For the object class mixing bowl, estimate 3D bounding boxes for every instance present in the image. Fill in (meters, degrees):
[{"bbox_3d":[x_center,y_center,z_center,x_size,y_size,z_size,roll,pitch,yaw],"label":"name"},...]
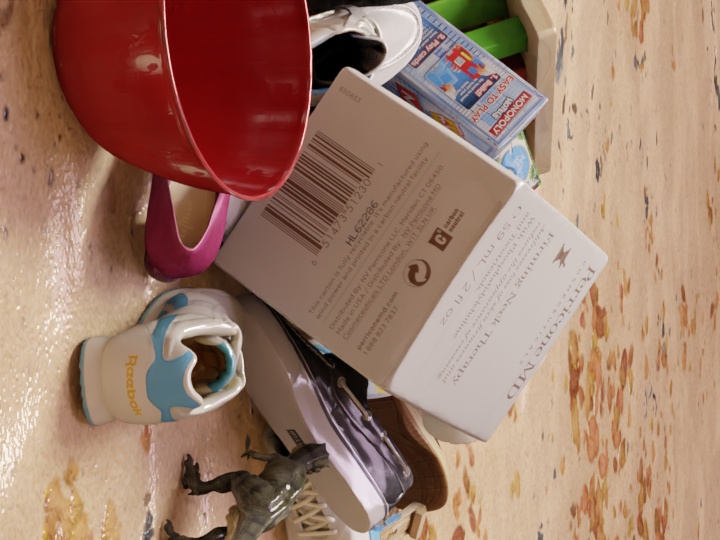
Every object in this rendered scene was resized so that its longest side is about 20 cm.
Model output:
[{"bbox_3d":[-0.118,-0.138,1.433,0.200,0.108,0.202,-4,90,-67],"label":"mixing bowl"}]

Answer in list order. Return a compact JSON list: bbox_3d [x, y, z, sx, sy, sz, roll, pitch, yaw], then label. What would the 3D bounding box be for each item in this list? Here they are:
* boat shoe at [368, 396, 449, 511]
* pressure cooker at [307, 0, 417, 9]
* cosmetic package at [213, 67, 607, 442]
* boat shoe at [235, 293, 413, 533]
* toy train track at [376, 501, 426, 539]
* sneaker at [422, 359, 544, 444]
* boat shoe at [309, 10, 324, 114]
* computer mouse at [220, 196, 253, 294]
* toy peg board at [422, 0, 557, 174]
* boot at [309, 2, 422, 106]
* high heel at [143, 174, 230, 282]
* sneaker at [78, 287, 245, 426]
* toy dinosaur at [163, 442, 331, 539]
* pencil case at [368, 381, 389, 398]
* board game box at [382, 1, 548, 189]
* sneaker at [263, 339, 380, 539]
[{"bbox_3d":[0.030,0.118,1.947,0.072,0.072,0.201,-74,148,-43],"label":"boat shoe"},{"bbox_3d":[0.000,-0.301,1.695,0.176,0.177,0.202,-45,133,-60],"label":"pressure cooker"},{"bbox_3d":[0.039,-0.008,1.640,0.168,0.166,0.200,-56,153,1],"label":"cosmetic package"},{"bbox_3d":[-0.026,0.090,1.682,0.068,0.072,0.201,-41,107,-27],"label":"boat shoe"},{"bbox_3d":[0.016,0.227,1.884,0.200,0.032,0.116,-25,132,-64],"label":"toy train track"},{"bbox_3d":[0.105,0.037,1.860,0.200,0.076,0.112,-51,153,-48],"label":"sneaker"},{"bbox_3d":[-0.024,-0.163,1.776,0.063,0.073,0.203,66,34,-56],"label":"boat shoe"},{"bbox_3d":[-0.085,-0.043,1.644,0.200,0.044,0.111,32,61,-68],"label":"computer mouse"},{"bbox_3d":[0.085,-0.203,2.024,0.200,0.097,0.201,86,-16,-57],"label":"toy peg board"},{"bbox_3d":[-0.007,-0.151,1.671,0.199,0.095,0.074,-26,109,-37],"label":"boot"},{"bbox_3d":[-0.103,-0.092,1.516,0.096,0.067,0.202,150,-44,-72],"label":"high heel"},{"bbox_3d":[-0.108,0.058,1.517,0.200,0.080,0.077,-37,123,-69],"label":"sneaker"},{"bbox_3d":[-0.083,0.161,1.575,0.200,0.087,0.048,-58,143,-56],"label":"toy dinosaur"},{"bbox_3d":[0.000,0.000,1.810,0.083,0.090,0.202,-25,111,-75],"label":"pencil case"},{"bbox_3d":[0.069,-0.129,1.868,0.062,0.199,0.200,-44,144,-14],"label":"board game box"},{"bbox_3d":[-0.040,0.155,1.752,0.087,0.074,0.202,-10,91,-65],"label":"sneaker"}]
